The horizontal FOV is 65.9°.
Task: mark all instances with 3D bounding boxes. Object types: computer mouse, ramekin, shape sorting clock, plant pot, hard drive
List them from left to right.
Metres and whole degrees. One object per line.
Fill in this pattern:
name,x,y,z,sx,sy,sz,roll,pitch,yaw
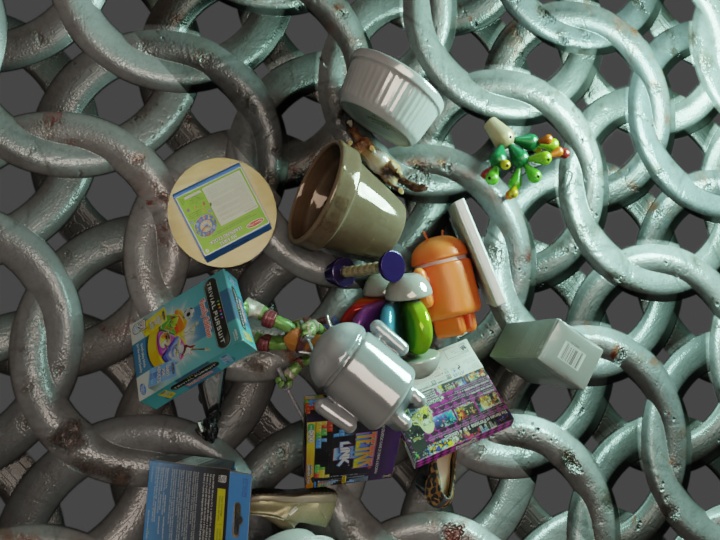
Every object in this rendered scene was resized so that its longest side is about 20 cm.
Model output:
computer mouse,-0.262,0.190,0.956,0.052,0.139,0.204,7,72,-8
shape sorting clock,-0.254,-0.107,1.028,0.196,0.039,0.204,2,83,-12
plant pot,-0.014,-0.108,1.010,0.172,0.199,0.204,24,79,-24
ramekin,0.049,-0.313,1.035,0.200,0.202,0.095,30,91,-6
hard drive,0.220,-0.032,1.060,0.026,0.132,0.203,-22,88,5

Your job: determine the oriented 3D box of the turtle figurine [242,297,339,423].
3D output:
turtle figurine,-0.130,0.139,0.963,0.191,0.145,0.203,19,62,2

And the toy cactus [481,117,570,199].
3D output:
toy cactus,0.315,-0.241,1.136,0.198,0.103,0.166,-31,71,-10

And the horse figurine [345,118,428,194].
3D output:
horse figurine,0.039,-0.209,1.065,0.199,0.133,0.050,39,101,-11

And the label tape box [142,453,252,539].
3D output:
label tape box,-0.255,0.392,0.916,0.196,0.063,0.147,1,83,18

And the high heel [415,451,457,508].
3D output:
high heel,0.160,0.319,1.001,0.070,0.143,0.203,21,80,-7

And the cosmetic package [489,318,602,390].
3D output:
cosmetic package,0.335,0.154,1.026,0.106,0.200,0.091,33,81,-7

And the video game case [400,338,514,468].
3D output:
video game case,0.149,0.237,1.018,0.197,0.036,0.183,-19,52,-12

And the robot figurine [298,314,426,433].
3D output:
robot figurine,0.003,0.159,0.840,0.199,0.113,0.170,39,66,0

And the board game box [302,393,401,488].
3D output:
board game box,-0.017,0.291,0.953,0.162,0.203,0.057,-3,41,-9

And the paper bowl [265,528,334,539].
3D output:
paper bowl,-0.121,0.513,0.918,0.197,0.105,0.204,-17,131,-21

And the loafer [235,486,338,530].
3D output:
loafer,-0.136,0.420,0.969,0.196,0.076,0.070,3,77,-11

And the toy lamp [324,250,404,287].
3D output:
toy lamp,0.000,0.000,0.984,0.057,0.199,0.060,2,86,-35

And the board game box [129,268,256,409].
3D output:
board game box,-0.284,0.111,0.927,0.198,0.047,0.152,-31,54,6

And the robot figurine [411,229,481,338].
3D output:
robot figurine,0.161,0.022,1.053,0.141,0.117,0.204,-13,87,-9

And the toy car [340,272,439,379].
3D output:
toy car,0.041,0.098,0.970,0.147,0.199,0.179,-10,97,-26
